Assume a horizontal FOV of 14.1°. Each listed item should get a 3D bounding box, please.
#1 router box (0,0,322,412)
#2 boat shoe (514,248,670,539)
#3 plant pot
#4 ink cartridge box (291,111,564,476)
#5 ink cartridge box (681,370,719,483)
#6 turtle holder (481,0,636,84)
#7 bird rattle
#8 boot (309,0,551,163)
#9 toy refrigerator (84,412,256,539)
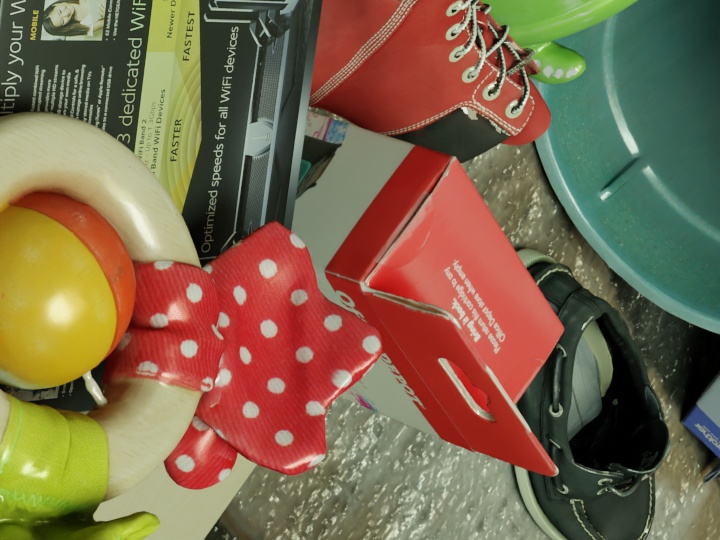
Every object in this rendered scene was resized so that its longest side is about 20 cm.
[{"bbox_3d":[-0.090,-0.051,1.037,0.157,0.052,0.201,-4,106,-48],"label":"router box"},{"bbox_3d":[0.118,0.076,1.422,0.074,0.066,0.200,-41,132,-30],"label":"boat shoe"},{"bbox_3d":[0.215,-0.100,1.376,0.196,0.200,0.201,-40,132,-41],"label":"plant pot"},{"bbox_3d":[0.000,0.000,1.156,0.067,0.200,0.116,-54,137,-18],"label":"ink cartridge box"},{"bbox_3d":[0.232,0.027,1.497,0.119,0.042,0.200,-43,168,-28],"label":"ink cartridge box"},{"bbox_3d":[0.054,-0.168,1.216,0.132,0.185,0.141,53,34,-45],"label":"turtle holder"},{"bbox_3d":[-0.087,0.024,0.958,0.200,0.112,0.164,-39,112,-35],"label":"bird rattle"},{"bbox_3d":[0.040,-0.112,1.126,0.144,0.200,0.073,26,54,-21],"label":"boot"},{"bbox_3d":[-0.115,0.098,1.173,0.200,0.070,0.076,-55,144,-16],"label":"toy refrigerator"}]
